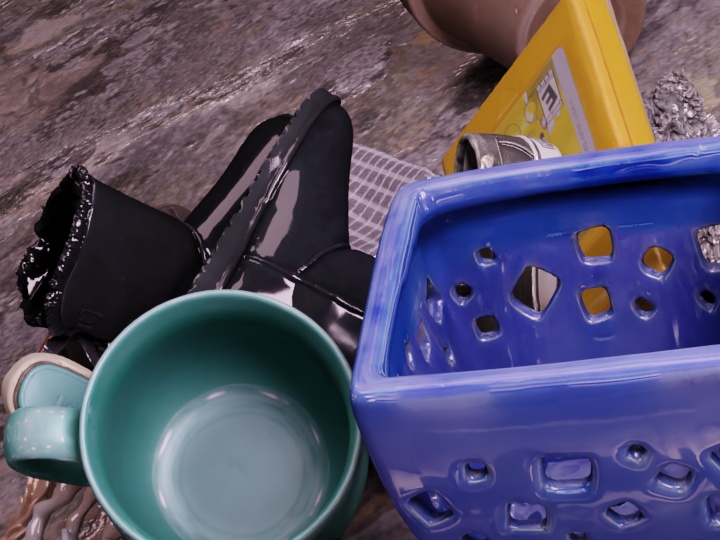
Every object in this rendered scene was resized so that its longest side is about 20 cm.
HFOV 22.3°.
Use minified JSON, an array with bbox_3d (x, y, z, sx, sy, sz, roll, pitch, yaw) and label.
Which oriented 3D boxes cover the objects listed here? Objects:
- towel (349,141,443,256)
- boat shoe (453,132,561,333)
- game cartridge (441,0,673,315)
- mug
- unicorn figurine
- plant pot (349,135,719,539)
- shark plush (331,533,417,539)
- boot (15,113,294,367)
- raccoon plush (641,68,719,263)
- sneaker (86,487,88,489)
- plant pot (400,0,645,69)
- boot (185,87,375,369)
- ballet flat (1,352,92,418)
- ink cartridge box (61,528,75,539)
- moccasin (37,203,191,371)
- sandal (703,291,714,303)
[{"bbox_3d":[-0.023,-0.014,1.313,0.165,0.086,0.200,-37,27,-16],"label":"towel"},{"bbox_3d":[0.073,0.022,1.050,0.063,0.202,0.071,5,-7,-27],"label":"boat shoe"},{"bbox_3d":[0.114,-0.034,1.078,0.177,0.032,0.201,-53,38,46],"label":"game cartridge"},{"bbox_3d":[-0.084,0.092,1.016,0.184,0.115,0.153,31,75,14],"label":"mug"},{"bbox_3d":[-0.177,0.197,1.088,0.138,0.074,0.200,-53,21,0],"label":"unicorn figurine"},{"bbox_3d":[0.118,0.066,0.897,0.198,0.181,0.200,-8,31,15],"label":"plant pot"},{"bbox_3d":[-0.011,0.177,0.959,0.199,0.084,0.091,-19,41,-6],"label":"shark plush"},{"bbox_3d":[-0.127,-0.027,1.195,0.073,0.162,0.200,25,95,53],"label":"boot"},{"bbox_3d":[0.217,-0.038,1.062,0.097,0.135,0.200,-36,27,-20],"label":"raccoon plush"},{"bbox_3d":[-0.094,0.117,1.163,0.199,0.081,0.089,-3,55,25],"label":"sneaker"},{"bbox_3d":[0.144,-0.237,1.473,0.199,0.201,0.175,-29,44,-3],"label":"plant pot"},{"bbox_3d":[0.000,0.000,1.131,0.201,0.167,0.077,-62,-3,-31],"label":"boot"},{"bbox_3d":[-0.128,0.113,1.099,0.070,0.199,0.070,-51,14,18],"label":"ballet flat"},{"bbox_3d":[-0.149,0.237,0.946,0.066,0.116,0.200,-28,25,2],"label":"ink cartridge box"},{"bbox_3d":[-0.186,0.035,1.384,0.202,0.073,0.078,-62,8,-20],"label":"moccasin"},{"bbox_3d":[0.170,0.038,1.053,0.045,0.075,0.199,-48,24,-23],"label":"sandal"}]
